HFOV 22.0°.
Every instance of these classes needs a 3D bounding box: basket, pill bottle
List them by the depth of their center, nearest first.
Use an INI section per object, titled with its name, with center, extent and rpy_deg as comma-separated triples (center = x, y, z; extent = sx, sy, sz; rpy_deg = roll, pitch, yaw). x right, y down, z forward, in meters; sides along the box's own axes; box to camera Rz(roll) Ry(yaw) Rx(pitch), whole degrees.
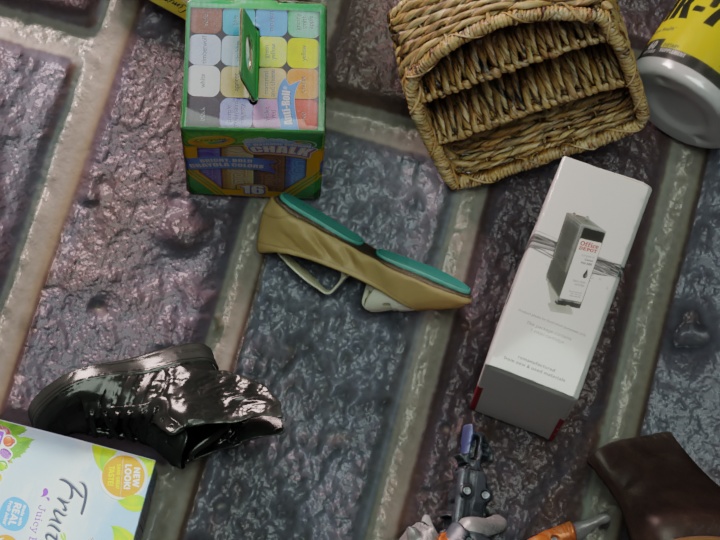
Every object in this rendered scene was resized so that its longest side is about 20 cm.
[basket]
center = 0.136, -0.179, 1.614
extent = 0.199, 0.143, 0.150
rpy_deg = -16, 72, 14
[pill bottle]
center = 0.339, -0.220, 1.685
extent = 0.114, 0.114, 0.200
rpy_deg = 34, 73, 7

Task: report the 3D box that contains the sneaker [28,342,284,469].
[sneaker]
center = -0.171, 0.123, 1.553
extent = 0.199, 0.060, 0.104
rpy_deg = -18, 52, -13

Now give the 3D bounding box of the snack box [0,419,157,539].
[snack box]
center = -0.272, 0.235, 1.519
extent = 0.168, 0.068, 0.201
rpy_deg = 15, 73, 0

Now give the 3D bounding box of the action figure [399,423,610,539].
[action figure]
center = 0.122, 0.223, 1.536
extent = 0.192, 0.105, 0.201
rpy_deg = 5, 75, -13

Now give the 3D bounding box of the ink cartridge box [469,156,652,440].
[ink cartridge box]
center = 0.169, 0.025, 1.577
extent = 0.083, 0.147, 0.201
rpy_deg = 20, 71, 5

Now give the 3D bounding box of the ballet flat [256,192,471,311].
[ballet flat]
center = 0.000, 0.000, 1.626
extent = 0.199, 0.069, 0.063
rpy_deg = 27, 100, 7

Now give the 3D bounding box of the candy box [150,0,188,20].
[candy box]
center = -0.146, -0.330, 1.644
extent = 0.136, 0.201, 0.061
rpy_deg = 28, 35, 6

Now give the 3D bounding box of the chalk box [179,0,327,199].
[chalk box]
center = -0.089, -0.154, 1.586
extent = 0.123, 0.200, 0.125
rpy_deg = 2, 72, -3

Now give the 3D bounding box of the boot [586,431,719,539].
[boot]
center = 0.306, 0.200, 1.570
extent = 0.199, 0.072, 0.167
rpy_deg = -7, 52, -31
